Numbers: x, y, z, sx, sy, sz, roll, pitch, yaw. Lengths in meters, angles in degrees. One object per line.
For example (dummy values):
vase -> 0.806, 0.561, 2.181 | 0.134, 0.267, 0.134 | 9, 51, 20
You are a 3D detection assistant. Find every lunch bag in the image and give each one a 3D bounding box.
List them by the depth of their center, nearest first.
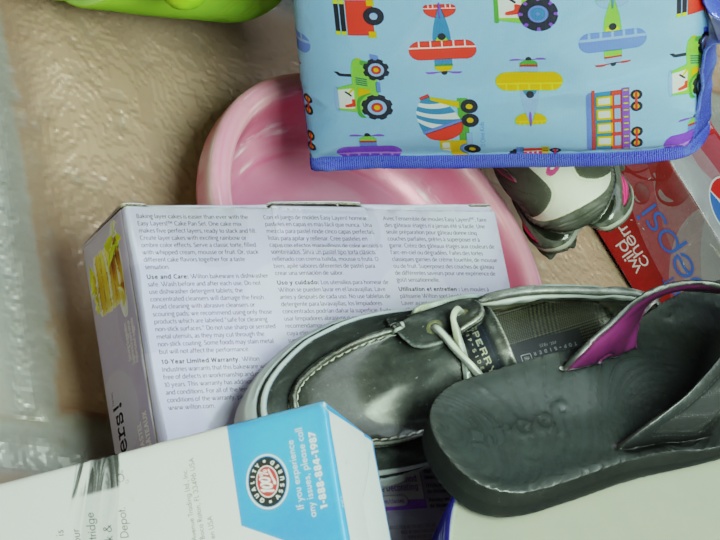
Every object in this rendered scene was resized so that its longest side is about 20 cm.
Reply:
lunch bag -> 0.076, -0.121, 1.023 | 0.199, 0.151, 0.094 | 7, 39, 15

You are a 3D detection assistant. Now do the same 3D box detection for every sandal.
sandal -> 0.116, 0.042, 0.887 | 0.200, 0.048, 0.075 | -20, 54, -34

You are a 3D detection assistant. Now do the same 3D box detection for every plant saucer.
plant saucer -> 0.000, 0.000, 1.086 | 0.200, 0.051, 0.201 | 25, 44, -26

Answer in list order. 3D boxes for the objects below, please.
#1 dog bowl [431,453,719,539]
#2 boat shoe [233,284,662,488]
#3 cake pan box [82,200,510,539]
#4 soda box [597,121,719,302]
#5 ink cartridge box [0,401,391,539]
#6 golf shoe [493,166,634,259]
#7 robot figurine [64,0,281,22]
dog bowl -> 0.118, 0.145, 0.875 | 0.199, 0.079, 0.201 | 9, 43, -9
boat shoe -> 0.041, 0.037, 0.928 | 0.199, 0.071, 0.072 | -17, 78, -33
cake pan box -> -0.009, 0.063, 0.962 | 0.199, 0.052, 0.185 | -2, 71, -31
soda box -> 0.202, 0.010, 1.253 | 0.063, 0.070, 0.201 | -20, 77, -48
ink cartridge box -> -0.087, 0.133, 0.840 | 0.068, 0.199, 0.117 | 43, 34, -67
golf shoe -> 0.079, -0.101, 1.171 | 0.088, 0.077, 0.200 | 54, 5, -48
robot figurine -> -0.100, -0.181, 1.079 | 0.199, 0.116, 0.176 | 2, 35, -40
